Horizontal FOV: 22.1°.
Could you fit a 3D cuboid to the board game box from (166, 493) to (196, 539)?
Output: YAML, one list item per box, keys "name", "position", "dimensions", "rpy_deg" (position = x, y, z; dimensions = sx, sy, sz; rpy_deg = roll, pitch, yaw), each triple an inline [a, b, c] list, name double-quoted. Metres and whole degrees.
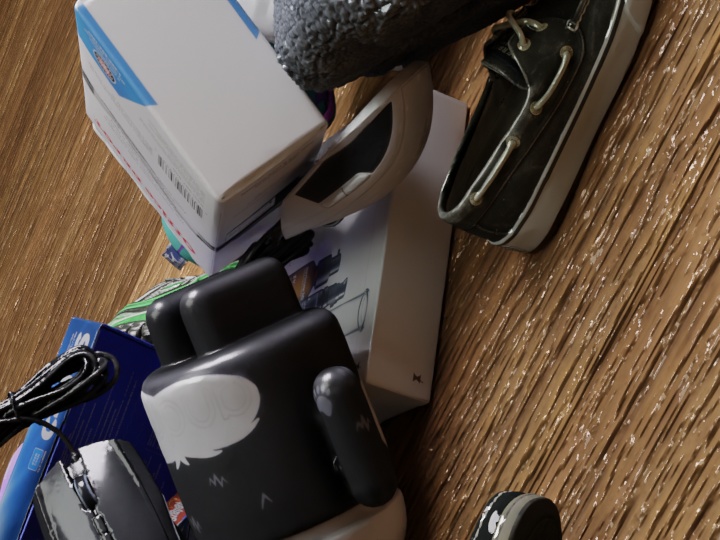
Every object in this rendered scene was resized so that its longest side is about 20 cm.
- name: "board game box"
  position: [-0.134, 0.233, 1.136]
  dimensions: [0.103, 0.019, 0.202]
  rpy_deg: [-41, -31, -75]

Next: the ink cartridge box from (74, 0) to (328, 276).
- name: "ink cartridge box"
  position: [-0.101, -0.095, 1.133]
  dimensions: [0.084, 0.145, 0.200]
  rpy_deg: [-36, -6, -13]

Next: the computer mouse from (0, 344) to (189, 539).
- name: "computer mouse"
  position: [-0.171, 0.154, 1.045]
  dimensions: [0.202, 0.139, 0.046]
  rpy_deg: [64, 180, 10]

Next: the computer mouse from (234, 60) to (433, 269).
- name: "computer mouse"
  position: [-0.014, -0.044, 1.098]
  dimensions: [0.200, 0.044, 0.110]
  rpy_deg: [-46, -2, 33]

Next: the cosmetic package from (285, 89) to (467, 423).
- name: "cosmetic package"
  position: [0.000, 0.000, 1.171]
  dimensions: [0.150, 0.051, 0.202]
  rpy_deg: [-28, 49, 55]

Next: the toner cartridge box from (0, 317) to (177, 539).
- name: "toner cartridge box"
  position: [-0.165, 0.139, 1.119]
  dimensions: [0.043, 0.094, 0.202]
  rpy_deg: [8, 74, 55]

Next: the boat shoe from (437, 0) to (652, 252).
- name: "boat shoe"
  position: [0.101, -0.111, 1.005]
  dimensions: [0.202, 0.063, 0.071]
  rpy_deg: [-69, 23, 5]

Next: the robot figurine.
- name: "robot figurine"
  position: [-0.048, 0.097, 1.047]
  dimensions: [0.150, 0.124, 0.202]
  rpy_deg: [-68, -44, -86]

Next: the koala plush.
- name: "koala plush"
  position: [-0.003, -0.224, 1.037]
  dimensions: [0.201, 0.183, 0.177]
  rpy_deg: [60, 171, 6]

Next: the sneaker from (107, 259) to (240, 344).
- name: "sneaker"
  position: [-0.111, 0.026, 1.306]
  dimensions: [0.198, 0.078, 0.086]
  rpy_deg: [-19, 28, 25]

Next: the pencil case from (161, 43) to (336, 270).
- name: "pencil case"
  position: [-0.085, -0.080, 1.327]
  dimensions: [0.085, 0.092, 0.200]
  rpy_deg: [-60, 2, -38]

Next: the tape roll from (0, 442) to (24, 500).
- name: "tape roll"
  position: [-0.187, 0.212, 1.253]
  dimensions: [0.200, 0.065, 0.203]
  rpy_deg: [-6, -90, -81]

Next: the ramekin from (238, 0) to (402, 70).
- name: "ramekin"
  position: [-0.038, -0.201, 1.227]
  dimensions: [0.200, 0.198, 0.099]
  rpy_deg: [-143, 65, -66]

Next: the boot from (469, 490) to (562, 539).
- name: "boot"
  position: [0.007, 0.186, 0.911]
  dimensions: [0.153, 0.073, 0.206]
  rpy_deg: [22, 98, 35]
